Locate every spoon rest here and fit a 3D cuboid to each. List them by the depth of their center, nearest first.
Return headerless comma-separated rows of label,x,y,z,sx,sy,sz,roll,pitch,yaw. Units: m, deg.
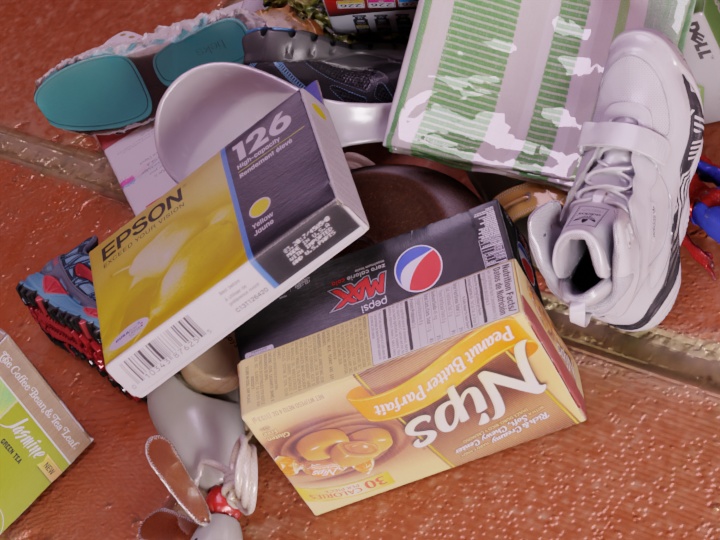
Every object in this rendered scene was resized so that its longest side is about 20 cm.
spoon rest,-0.051,-0.105,1.702,0.199,0.100,0.061,-4,2,0

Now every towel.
towel,0.120,-0.134,1.618,0.199,0.023,0.153,13,88,27

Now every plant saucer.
plant saucer,0.000,0.000,1.659,0.200,0.037,0.201,-10,56,16

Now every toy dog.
toy dog,-0.126,0.124,1.588,0.096,0.132,0.200,4,34,-8

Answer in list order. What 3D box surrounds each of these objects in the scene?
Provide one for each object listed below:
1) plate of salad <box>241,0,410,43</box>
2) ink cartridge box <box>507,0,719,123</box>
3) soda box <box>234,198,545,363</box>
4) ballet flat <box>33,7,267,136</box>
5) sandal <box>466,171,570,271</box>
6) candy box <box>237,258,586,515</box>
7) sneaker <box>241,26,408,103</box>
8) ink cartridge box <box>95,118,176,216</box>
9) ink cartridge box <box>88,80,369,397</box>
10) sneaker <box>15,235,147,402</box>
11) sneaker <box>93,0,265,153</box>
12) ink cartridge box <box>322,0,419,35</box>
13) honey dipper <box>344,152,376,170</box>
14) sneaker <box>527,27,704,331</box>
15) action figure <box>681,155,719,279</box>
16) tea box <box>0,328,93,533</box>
plate of salad,0.001,-0.209,1.851,0.199,0.048,0.201,-4,52,5
ink cartridge box,0.216,-0.155,1.653,0.199,0.104,0.059,-10,46,24
soda box,0.017,0.024,1.567,0.199,0.071,0.064,-19,61,13
ballet flat,-0.156,-0.155,1.831,0.199,0.072,0.072,-15,43,18
sandal,0.126,-0.059,1.652,0.080,0.054,0.200,-36,41,-4
candy box,0.034,0.079,1.528,0.199,0.116,0.055,-21,43,13
sneaker,0.007,-0.135,1.770,0.199,0.082,0.073,5,5,-4
ink cartridge box,-0.120,-0.070,1.810,0.116,0.068,0.200,-32,39,1
ink cartridge box,-0.098,-0.035,1.603,0.197,0.047,0.200,-37,35,13
sneaker,-0.178,0.024,1.746,0.096,0.079,0.200,-43,42,-15
sneaker,-0.150,-0.182,1.936,0.200,0.074,0.116,-33,37,-7
ink cartridge box,0.075,-0.228,1.758,0.199,0.176,0.084,-2,85,4
honey dipper,-0.048,-0.001,1.721,0.038,0.038,0.200,14,60,40
sneaker,0.165,-0.057,1.509,0.075,0.115,0.201,6,96,29
action figure,0.242,-0.037,1.564,0.065,0.052,0.200,-38,36,-15
tea box,-0.343,0.116,1.716,0.197,0.134,0.200,-46,42,-14
